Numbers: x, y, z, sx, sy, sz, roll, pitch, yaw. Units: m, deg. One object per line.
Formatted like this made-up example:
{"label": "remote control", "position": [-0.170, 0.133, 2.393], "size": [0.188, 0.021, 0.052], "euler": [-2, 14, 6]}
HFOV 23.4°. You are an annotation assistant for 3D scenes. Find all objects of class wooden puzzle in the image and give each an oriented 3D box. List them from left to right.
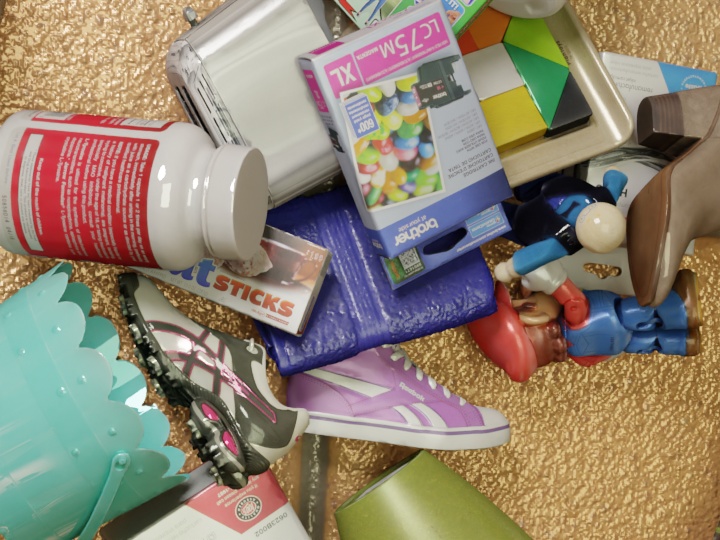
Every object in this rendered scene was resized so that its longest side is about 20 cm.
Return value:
{"label": "wooden puzzle", "position": [0.105, -0.157, 1.447], "size": [0.198, 0.037, 0.186], "euler": [-22, 71, -12]}

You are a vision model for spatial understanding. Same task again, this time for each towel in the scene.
{"label": "towel", "position": [0.000, 0.000, 1.436], "size": [0.198, 0.050, 0.149], "euler": [-15, 68, -13]}

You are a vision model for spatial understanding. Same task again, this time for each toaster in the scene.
{"label": "toaster", "position": [-0.068, -0.135, 1.399], "size": [0.128, 0.114, 0.202], "euler": [-30, 104, -10]}

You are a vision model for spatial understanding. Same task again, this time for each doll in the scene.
{"label": "doll", "position": [0.156, -0.043, 1.423], "size": [0.136, 0.200, 0.049], "euler": [-43, 114, -11]}

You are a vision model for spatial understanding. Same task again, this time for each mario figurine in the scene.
{"label": "mario figurine", "position": [0.189, 0.029, 1.491], "size": [0.197, 0.106, 0.125], "euler": [-4, 107, 3]}

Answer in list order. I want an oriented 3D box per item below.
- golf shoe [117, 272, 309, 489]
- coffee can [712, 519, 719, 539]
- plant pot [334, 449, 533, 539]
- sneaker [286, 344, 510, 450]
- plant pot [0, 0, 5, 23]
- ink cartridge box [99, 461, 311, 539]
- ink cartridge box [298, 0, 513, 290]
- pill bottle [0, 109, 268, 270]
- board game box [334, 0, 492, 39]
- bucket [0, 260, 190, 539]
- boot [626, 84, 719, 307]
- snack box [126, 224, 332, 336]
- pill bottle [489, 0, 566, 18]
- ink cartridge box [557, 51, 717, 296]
{"label": "golf shoe", "position": [-0.123, 0.076, 1.388], "size": [0.088, 0.077, 0.201], "euler": [-31, 73, -15]}
{"label": "coffee can", "position": [0.403, 0.204, 1.542], "size": [0.145, 0.146, 0.202], "euler": [24, 86, -17]}
{"label": "plant pot", "position": [0.071, 0.257, 1.440], "size": [0.186, 0.187, 0.201], "euler": [-34, 89, -12]}
{"label": "sneaker", "position": [0.039, 0.089, 1.465], "size": [0.198, 0.073, 0.116], "euler": [9, 87, -17]}
{"label": "plant pot", "position": [-0.345, -0.195, 1.286], "size": [0.199, 0.201, 0.135], "euler": [-25, 136, -14]}
{"label": "ink cartridge box", "position": [-0.100, 0.265, 1.424], "size": [0.144, 0.083, 0.201], "euler": [-32, 101, -14]}
{"label": "ink cartridge box", "position": [0.043, -0.096, 1.361], "size": [0.118, 0.042, 0.202], "euler": [-26, 108, -15]}
{"label": "pill bottle", "position": [-0.175, -0.060, 1.326], "size": [0.197, 0.112, 0.114], "euler": [6, 92, 15]}
{"label": "board game box", "position": [0.019, -0.268, 1.388], "size": [0.200, 0.029, 0.135], "euler": [47, 122, 6]}
{"label": "bucket", "position": [-0.232, 0.109, 1.318], "size": [0.134, 0.207, 0.209], "euler": [-30, 101, -2]}
{"label": "boot", "position": [0.299, -0.061, 1.452], "size": [0.144, 0.070, 0.203], "euler": [9, 78, -20]}
{"label": "snack box", "position": [-0.125, -0.017, 1.387], "size": [0.198, 0.024, 0.073], "euler": [21, 87, 11]}
{"label": "pill bottle", "position": [0.161, -0.319, 1.442], "size": [0.114, 0.114, 0.201], "euler": [37, 68, -16]}
{"label": "ink cartridge box", "position": [0.234, -0.080, 1.515], "size": [0.115, 0.068, 0.203], "euler": [7, 91, -18]}
